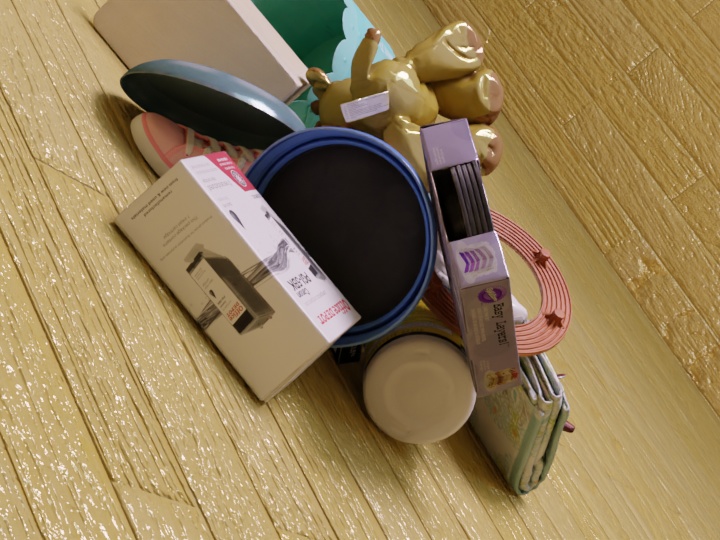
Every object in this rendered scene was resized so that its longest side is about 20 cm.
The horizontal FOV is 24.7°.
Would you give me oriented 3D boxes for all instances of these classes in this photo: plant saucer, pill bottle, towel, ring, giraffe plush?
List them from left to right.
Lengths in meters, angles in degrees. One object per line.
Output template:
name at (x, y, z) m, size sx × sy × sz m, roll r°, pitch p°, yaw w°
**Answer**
plant saucer at (-0.136, -0.157, 1.595) m, size 0.199 × 0.028 × 0.200 m, roll 20°, pitch -11°, yaw 4°
giraffe plush at (0.027, -0.159, 1.679) m, size 0.199 × 0.162 × 0.174 m, roll 0°, pitch 87°, yaw -30°
pill bottle at (0.058, 0.085, 1.651) m, size 0.111 × 0.111 × 0.200 m, roll 47°, pitch 14°, yaw -14°
ring at (0.131, 0.001, 1.661) m, size 0.200 × 0.019 × 0.201 m, roll 19°, pitch 42°, yaw -18°
towel at (0.158, 0.130, 1.788) m, size 0.172 × 0.048 × 0.200 m, roll 60°, pitch -23°, yaw 29°

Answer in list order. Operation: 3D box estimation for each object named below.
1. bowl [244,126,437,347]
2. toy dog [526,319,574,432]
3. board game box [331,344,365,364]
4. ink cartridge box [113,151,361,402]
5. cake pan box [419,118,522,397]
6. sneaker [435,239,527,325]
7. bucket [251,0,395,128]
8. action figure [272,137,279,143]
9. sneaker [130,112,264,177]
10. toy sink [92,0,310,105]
bowl at (-0.024, -0.031, 1.501) m, size 0.201 × 0.200 × 0.039 m, roll 52°, pitch 17°, yaw 7°
toy dog at (0.207, 0.156, 1.955) m, size 0.096 × 0.132 × 0.200 m, roll 27°, pitch 25°, yaw 0°
board game box at (-0.032, -0.024, 1.641) m, size 0.028 × 0.136 × 0.200 m, roll -5°, pitch 43°, yaw -20°
ink cartridge box at (-0.101, 0.001, 1.421) m, size 0.200 × 0.083 × 0.147 m, roll 50°, pitch 13°, yaw 1°
cake pan box at (0.101, -0.013, 1.503) m, size 0.200 × 0.052 × 0.185 m, roll 75°, pitch 1°, yaw -55°
sneaker at (0.112, -0.012, 1.724) m, size 0.200 × 0.087 × 0.075 m, roll 46°, pitch -6°, yaw 35°
bucket at (-0.065, -0.241, 1.947) m, size 0.135 × 0.207 × 0.208 m, roll 38°, pitch 18°, yaw -47°
action figure at (-0.073, -0.119, 1.764) m, size 0.118 × 0.055 × 0.200 m, roll 8°, pitch -11°, yaw 7°
sneaker at (-0.122, -0.102, 1.584) m, size 0.200 × 0.105 × 0.075 m, roll 44°, pitch 18°, yaw -23°
toy sink at (-0.164, -0.234, 1.746) m, size 0.200 × 0.130 × 0.112 m, roll 49°, pitch 13°, yaw -2°
